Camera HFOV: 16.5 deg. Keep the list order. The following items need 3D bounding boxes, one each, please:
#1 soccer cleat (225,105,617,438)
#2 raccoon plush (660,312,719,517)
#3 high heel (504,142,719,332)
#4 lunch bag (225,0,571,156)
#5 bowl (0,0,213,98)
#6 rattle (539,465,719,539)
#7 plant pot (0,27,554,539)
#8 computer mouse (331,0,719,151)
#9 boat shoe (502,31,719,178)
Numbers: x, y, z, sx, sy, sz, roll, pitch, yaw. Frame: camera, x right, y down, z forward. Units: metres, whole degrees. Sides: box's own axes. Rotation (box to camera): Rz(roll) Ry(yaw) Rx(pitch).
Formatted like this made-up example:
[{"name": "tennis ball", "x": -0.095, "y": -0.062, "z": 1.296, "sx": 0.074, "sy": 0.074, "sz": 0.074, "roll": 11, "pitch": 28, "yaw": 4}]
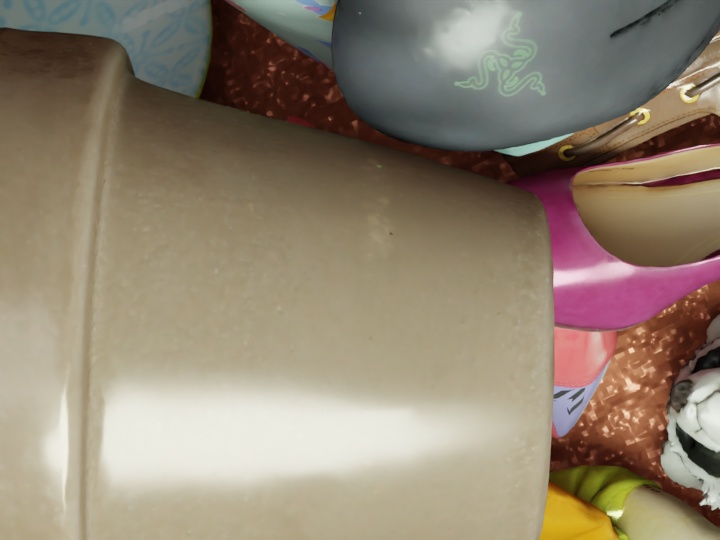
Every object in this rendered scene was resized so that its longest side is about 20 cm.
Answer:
[{"name": "soccer cleat", "x": 0.000, "y": 0.000, "z": 0.927, "sx": 0.200, "sy": 0.067, "sz": 0.077, "roll": 19, "pitch": 122, "yaw": 15}, {"name": "raccoon plush", "x": 0.196, "y": 0.088, "z": 0.900, "sx": 0.200, "sy": 0.134, "sz": 0.097, "roll": 40, "pitch": 82, "yaw": -25}, {"name": "high heel", "x": 0.123, "y": -0.033, "z": 0.854, "sx": 0.200, "sy": 0.096, "sz": 0.067, "roll": -4, "pitch": 51, "yaw": -19}, {"name": "lunch bag", "x": -0.012, "y": -0.137, "z": 0.832, "sx": 0.122, "sy": 0.170, "sz": 0.200, "roll": -42, "pitch": 51, "yaw": 9}, {"name": "bowl", "x": -0.165, "y": -0.098, "z": 0.910, "sx": 0.108, "sy": 0.200, "sz": 0.200, "roll": -36, "pitch": 85, "yaw": 42}, {"name": "rattle", "x": 0.056, "y": 0.170, "z": 0.879, "sx": 0.130, "sy": 0.143, "sz": 0.200, "roll": 28, "pitch": 99, "yaw": 15}, {"name": "plant pot", "x": -0.032, "y": 0.027, "z": 0.759, "sx": 0.175, "sy": 0.200, "sz": 0.200, "roll": 1, "pitch": 92, "yaw": 0}, {"name": "computer mouse", "x": 0.082, "y": -0.096, "z": 0.764, "sx": 0.053, "sy": 0.200, "sz": 0.139, "roll": 35, "pitch": 142, "yaw": 42}, {"name": "boat shoe", "x": 0.138, "y": -0.085, "z": 0.897, "sx": 0.200, "sy": 0.072, "sz": 0.068, "roll": -18, "pitch": 105, "yaw": 8}]
